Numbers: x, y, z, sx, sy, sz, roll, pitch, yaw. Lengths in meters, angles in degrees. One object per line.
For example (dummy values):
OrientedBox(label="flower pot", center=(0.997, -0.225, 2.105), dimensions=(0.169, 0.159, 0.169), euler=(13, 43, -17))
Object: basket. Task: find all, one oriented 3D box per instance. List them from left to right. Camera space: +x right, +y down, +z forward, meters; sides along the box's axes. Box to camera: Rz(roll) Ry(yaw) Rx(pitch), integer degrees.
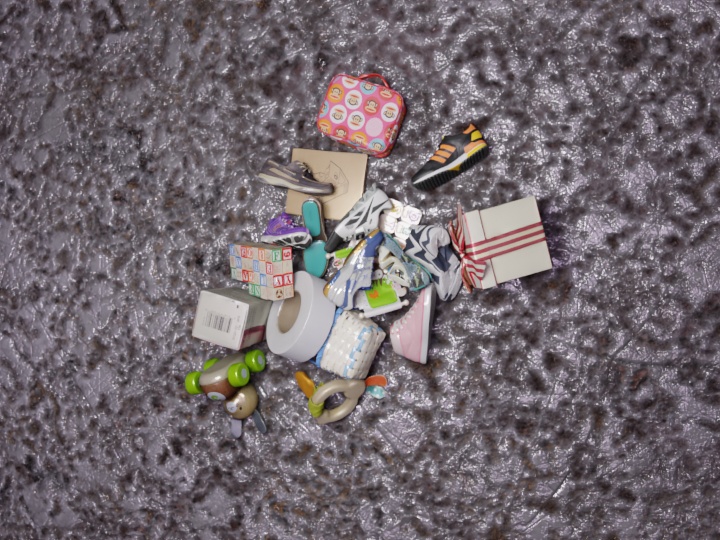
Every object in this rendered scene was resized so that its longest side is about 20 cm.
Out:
OrientedBox(label="basket", center=(-0.053, 0.161, 1.463), dimensions=(0.197, 0.138, 0.180), euler=(30, 97, 25))

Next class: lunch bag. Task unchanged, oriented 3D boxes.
OrientedBox(label="lunch bag", center=(0.006, -0.384, 1.471), dimensions=(0.196, 0.082, 0.180), euler=(23, 94, 11))

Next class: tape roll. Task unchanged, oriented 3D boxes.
OrientedBox(label="tape roll", center=(-0.143, 0.108, 1.451), dimensions=(0.070, 0.202, 0.206), euler=(23, 97, -32))

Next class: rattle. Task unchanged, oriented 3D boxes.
OrientedBox(label="rattle", center=(-0.045, 0.278, 1.515), dimensions=(0.197, 0.143, 0.132), euler=(-32, 117, -5))

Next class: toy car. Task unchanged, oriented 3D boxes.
OrientedBox(label="toy car", center=(-0.310, 0.320, 1.520), dimensions=(0.160, 0.158, 0.205), euler=(-13, 100, 23))

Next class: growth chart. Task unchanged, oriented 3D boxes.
OrientedBox(label="growth chart", center=(0.020, 0.019, 1.448), dimensions=(0.142, 0.018, 0.203), euler=(-22, 66, -15))

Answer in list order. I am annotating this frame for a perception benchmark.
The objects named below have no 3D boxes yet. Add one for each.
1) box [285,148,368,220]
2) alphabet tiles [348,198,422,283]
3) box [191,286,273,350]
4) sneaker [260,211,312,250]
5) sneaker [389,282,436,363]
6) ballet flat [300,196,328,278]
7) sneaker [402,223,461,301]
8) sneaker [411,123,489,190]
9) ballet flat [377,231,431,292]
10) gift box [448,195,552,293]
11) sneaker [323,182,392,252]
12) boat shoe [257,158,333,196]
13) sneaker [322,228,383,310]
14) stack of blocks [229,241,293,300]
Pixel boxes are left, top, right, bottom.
OrientedBox(label="box", center=(-0.084, -0.213, 1.520), dimensions=(0.194, 0.021, 0.169), euler=(8, 91, 14))
OrientedBox(label="alphabet tiles", center=(0.073, -0.066, 1.494), dimensions=(0.191, 0.015, 0.205), euler=(23, 95, 11))
OrientedBox(label="box", center=(-0.299, 0.111, 1.479), dimensions=(0.124, 0.200, 0.112), euler=(15, 94, 11))
OrientedBox(label="sneaker", center=(-0.181, -0.099, 1.474), dimensions=(0.198, 0.079, 0.086), euler=(9, 83, 54))
OrientedBox(label="sneaker", center=(0.118, 0.119, 1.435), dimensions=(0.102, 0.075, 0.206), euler=(12, 116, 16))
OrientedBox(label="ballet flat", center=(-0.108, -0.083, 1.499), dimensions=(0.066, 0.068, 0.206), euler=(2, 110, 3))
OrientedBox(label="sneaker", center=(0.161, -0.027, 1.443), dimensions=(0.079, 0.201, 0.129), euler=(-40, 37, -16))
OrientedBox(label="sneaker", center=(0.199, -0.268, 1.445), dimensions=(0.197, 0.070, 0.092), euler=(-28, 70, 11))
OrientedBox(label="ballet flat", center=(0.081, -0.019, 1.410), dimensions=(0.075, 0.074, 0.200), euler=(-54, 47, 8))
OrientedBox(label="gift box", center=(0.296, -0.064, 1.343), dimensions=(0.182, 0.200, 0.190), euler=(-15, 85, 1))
OrientedBox(label="sneaker", center=(-0.003, -0.105, 1.452), dimensions=(0.088, 0.074, 0.200), euler=(43, 91, -1))
OrientedBox(label="boat shoe", center=(-0.156, -0.231, 1.488), dimensions=(0.195, 0.074, 0.075), euler=(14, 93, 12))
OrientedBox(label="sneaker", center=(0.000, 0.000, 1.408), dimensions=(0.088, 0.075, 0.202), euler=(39, 79, -5))
OrientedBox(label="stack of blocks", center=(-0.242, -0.002, 1.480), dimensions=(0.197, 0.058, 0.119), euler=(10, 105, 49))
